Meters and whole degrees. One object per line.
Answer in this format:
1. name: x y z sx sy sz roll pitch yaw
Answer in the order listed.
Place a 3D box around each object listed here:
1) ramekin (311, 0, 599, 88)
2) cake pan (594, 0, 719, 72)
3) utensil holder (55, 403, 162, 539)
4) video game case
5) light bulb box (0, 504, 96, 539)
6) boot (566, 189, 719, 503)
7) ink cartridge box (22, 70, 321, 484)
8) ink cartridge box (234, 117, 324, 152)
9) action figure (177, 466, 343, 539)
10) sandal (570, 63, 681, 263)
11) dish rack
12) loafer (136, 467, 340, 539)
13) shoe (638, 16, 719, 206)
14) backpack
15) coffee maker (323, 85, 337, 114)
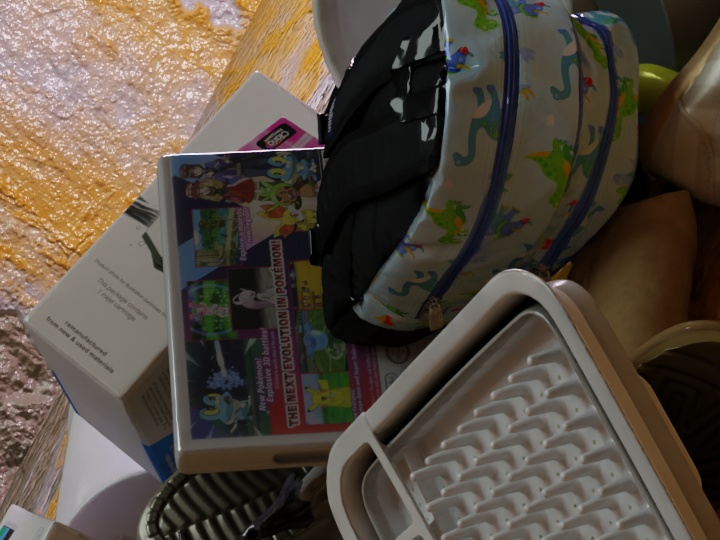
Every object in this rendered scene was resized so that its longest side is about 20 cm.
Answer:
1. ramekin: 0.065 -0.150 1.510 0.203 0.202 0.094 -57 -17 25
2. cake pan: 0.128 -0.175 1.345 0.037 0.201 0.200 -27 10 -4
3. utensil holder: -0.107 0.144 1.745 0.170 0.169 0.200 -58 14 22
4. video game case: -0.008 0.015 1.401 0.023 0.181 0.201 93 172 -49
5. light bulb box: -0.127 0.231 1.519 0.125 0.198 0.200 -61 12 -8
6. boot: 0.124 0.029 1.190 0.175 0.066 0.200 -54 13 38
7. ink cartridge box: -0.084 0.007 1.588 0.200 0.084 0.146 -48 -22 -15
8. ink cartridge box: 0.000 0.000 1.455 0.095 0.200 0.037 -38 -28 -34
9. action figure: -0.014 0.161 1.371 0.102 0.119 0.200 -27 6 -42
10. sandal: 0.117 -0.042 1.383 0.200 0.079 0.087 150 143 -73
11. dish rack: 0.073 0.105 1.098 0.043 0.172 0.200 -15 -21 -34
12. loafer: -0.035 0.127 1.544 0.199 0.076 0.068 -24 -31 -26
13. shoe: 0.198 -0.119 1.254 0.053 0.070 0.201 40 106 43
14. backpack: 0.050 -0.061 1.299 0.200 0.153 0.164 91 -175 -70
15. coffee maker: 0.050 -0.073 1.702 0.200 0.134 0.193 -173 85 -80
